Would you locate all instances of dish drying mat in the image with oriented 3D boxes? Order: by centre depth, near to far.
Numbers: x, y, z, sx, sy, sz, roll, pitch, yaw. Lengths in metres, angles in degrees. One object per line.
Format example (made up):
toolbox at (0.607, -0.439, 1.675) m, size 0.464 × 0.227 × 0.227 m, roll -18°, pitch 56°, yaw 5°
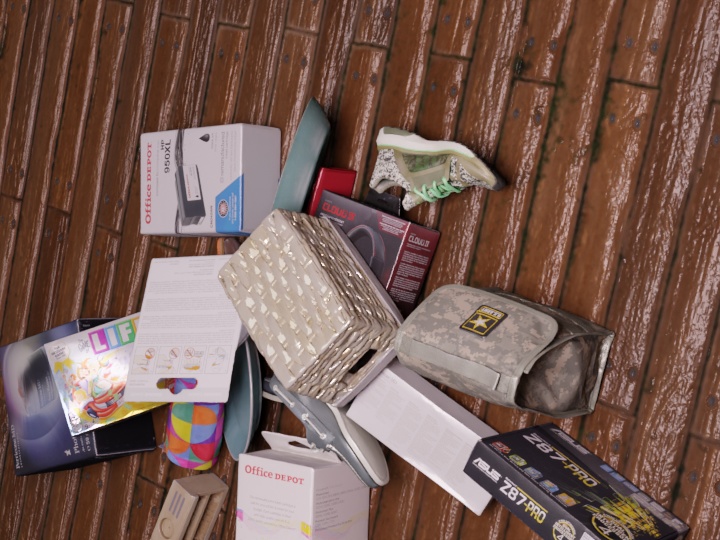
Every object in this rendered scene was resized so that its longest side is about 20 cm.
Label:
dish drying mat at (-0.055, -0.034, 1.574) m, size 0.018 × 0.076 × 0.203 m, roll 21°, pitch 102°, yaw 34°

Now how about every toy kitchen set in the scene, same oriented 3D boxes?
toy kitchen set at (-0.223, 0.412, 1.644) m, size 0.199 × 0.162 × 0.182 m, roll 34°, pitch 109°, yaw 32°

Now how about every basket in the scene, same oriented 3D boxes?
basket at (-0.060, 0.040, 1.432) m, size 0.136 × 0.123 × 0.201 m, roll -46°, pitch 58°, yaw 19°

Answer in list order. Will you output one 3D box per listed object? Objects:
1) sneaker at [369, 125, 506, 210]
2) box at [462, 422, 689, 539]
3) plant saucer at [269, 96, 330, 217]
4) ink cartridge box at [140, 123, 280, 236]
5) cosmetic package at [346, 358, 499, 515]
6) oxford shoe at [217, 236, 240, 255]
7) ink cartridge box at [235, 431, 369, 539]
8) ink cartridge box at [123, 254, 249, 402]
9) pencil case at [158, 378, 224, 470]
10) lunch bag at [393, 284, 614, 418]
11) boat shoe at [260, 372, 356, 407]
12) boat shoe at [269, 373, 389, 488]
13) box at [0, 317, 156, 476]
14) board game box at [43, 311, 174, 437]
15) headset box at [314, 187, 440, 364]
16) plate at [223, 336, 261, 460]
sneaker at (0.087, -0.106, 1.459) m, size 0.199 × 0.077 × 0.090 m, roll 19°, pitch 84°, yaw 44°
box at (0.228, 0.244, 1.301) m, size 0.199 × 0.160 × 0.050 m, roll 37°, pitch 112°, yaw 33°
plant saucer at (-0.075, -0.117, 1.547) m, size 0.036 × 0.200 × 0.202 m, roll 18°, pitch 103°, yaw -1°
ink cartridge box at (-0.209, -0.121, 1.690) m, size 0.198 × 0.084 × 0.147 m, roll 0°, pitch 89°, yaw 38°
cosmetic package at (0.087, 0.191, 1.450) m, size 0.199 × 0.051 × 0.083 m, roll 36°, pitch 111°, yaw 15°
oxford shoe at (-0.129, 0.030, 1.649) m, size 0.072 × 0.071 × 0.201 m, roll -33°, pitch 70°, yaw 8°
ink cartridge box at (-0.071, 0.308, 1.553) m, size 0.127 × 0.125 × 0.203 m, roll 5°, pitch 92°, yaw 37°
ink cartridge box at (-0.211, 0.079, 1.585) m, size 0.160 × 0.050 × 0.203 m, roll -2°, pitch 68°, yaw 24°
pencil case at (-0.221, 0.177, 1.661) m, size 0.088 × 0.088 × 0.202 m, roll 39°, pitch 132°, yaw 31°
lunch bag at (0.154, 0.087, 1.336) m, size 0.163 × 0.199 × 0.119 m, roll 20°, pitch 102°, yaw 36°
boat shoe at (-0.044, 0.144, 1.566) m, size 0.198 × 0.074 × 0.063 m, roll 2°, pitch 92°, yaw 36°
boat shoe at (-0.039, 0.189, 1.489) m, size 0.062 × 0.073 × 0.201 m, roll -42°, pitch 72°, yaw 13°
box at (-0.426, 0.190, 1.831) m, size 0.197 × 0.123 × 0.203 m, roll -19°, pitch 77°, yaw 37°
board game box at (-0.328, 0.137, 1.723) m, size 0.198 × 0.034 × 0.136 m, roll -19°, pitch 82°, yaw -9°
headset box at (0.000, 0.000, 1.520) m, size 0.148 × 0.075 × 0.202 m, roll 23°, pitch 95°, yaw 36°
plate at (-0.160, 0.152, 1.640) m, size 0.200 × 0.025 × 0.203 m, roll 178°, pitch 90°, yaw -72°
